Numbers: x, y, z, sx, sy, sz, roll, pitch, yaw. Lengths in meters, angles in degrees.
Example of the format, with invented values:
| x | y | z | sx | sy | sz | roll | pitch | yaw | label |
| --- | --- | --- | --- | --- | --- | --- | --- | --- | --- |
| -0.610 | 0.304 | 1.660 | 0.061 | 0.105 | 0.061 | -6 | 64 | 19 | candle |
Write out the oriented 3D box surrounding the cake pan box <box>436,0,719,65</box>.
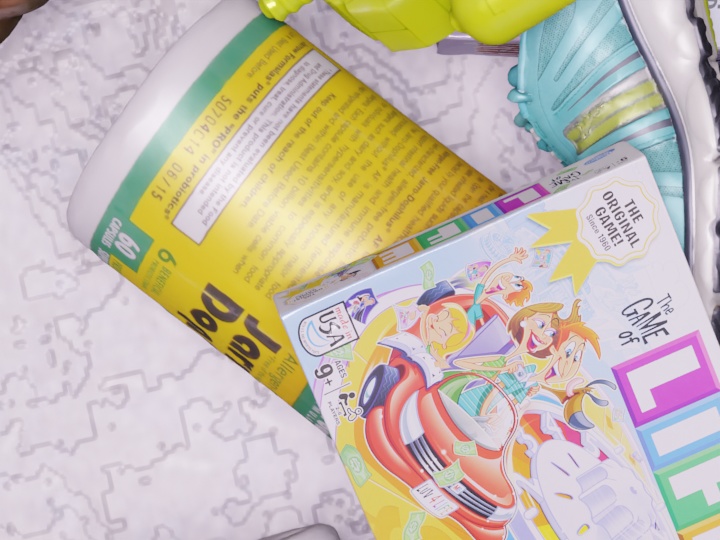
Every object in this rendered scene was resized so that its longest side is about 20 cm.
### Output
| x | y | z | sx | sy | sz | roll | pitch | yaw | label |
| --- | --- | --- | --- | --- | --- | --- | --- | --- | --- |
| 0.128 | -0.172 | 0.925 | 0.198 | 0.052 | 0.186 | 4 | 90 | 1 | cake pan box |

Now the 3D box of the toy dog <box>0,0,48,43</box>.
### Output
| x | y | z | sx | sy | sz | roll | pitch | yaw | label |
| --- | --- | --- | --- | --- | --- | --- | --- | --- | --- |
| -0.167 | -0.168 | 0.863 | 0.139 | 0.194 | 0.201 | -9 | 81 | -12 | toy dog |

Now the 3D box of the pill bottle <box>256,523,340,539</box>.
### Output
| x | y | z | sx | sy | sz | roll | pitch | yaw | label |
| --- | --- | --- | --- | --- | --- | --- | --- | --- | --- |
| -0.029 | 0.204 | 0.879 | 0.113 | 0.114 | 0.201 | -19 | 88 | 0 | pill bottle |

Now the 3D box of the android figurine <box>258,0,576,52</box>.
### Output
| x | y | z | sx | sy | sz | roll | pitch | yaw | label |
| --- | --- | --- | --- | --- | --- | --- | --- | --- | --- |
| 0.042 | -0.158 | 0.852 | 0.199 | 0.041 | 0.183 | -28 | 54 | 19 | android figurine |

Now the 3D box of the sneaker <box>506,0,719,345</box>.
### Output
| x | y | z | sx | sy | sz | roll | pitch | yaw | label |
| --- | --- | --- | --- | --- | --- | --- | --- | --- | --- |
| 0.094 | -0.062 | 0.874 | 0.079 | 0.077 | 0.201 | -15 | 86 | 17 | sneaker |

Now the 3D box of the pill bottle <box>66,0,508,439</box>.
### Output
| x | y | z | sx | sy | sz | roll | pitch | yaw | label |
| --- | --- | --- | --- | --- | --- | --- | --- | --- | --- |
| 0.000 | 0.000 | 0.888 | 0.200 | 0.113 | 0.113 | 37 | 89 | 1 | pill bottle |

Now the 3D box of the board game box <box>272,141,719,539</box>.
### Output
| x | y | z | sx | sy | sz | roll | pitch | yaw | label |
| --- | --- | --- | --- | --- | --- | --- | --- | --- | --- |
| 0.069 | 0.075 | 0.827 | 0.134 | 0.034 | 0.201 | -24 | 103 | -2 | board game box |
